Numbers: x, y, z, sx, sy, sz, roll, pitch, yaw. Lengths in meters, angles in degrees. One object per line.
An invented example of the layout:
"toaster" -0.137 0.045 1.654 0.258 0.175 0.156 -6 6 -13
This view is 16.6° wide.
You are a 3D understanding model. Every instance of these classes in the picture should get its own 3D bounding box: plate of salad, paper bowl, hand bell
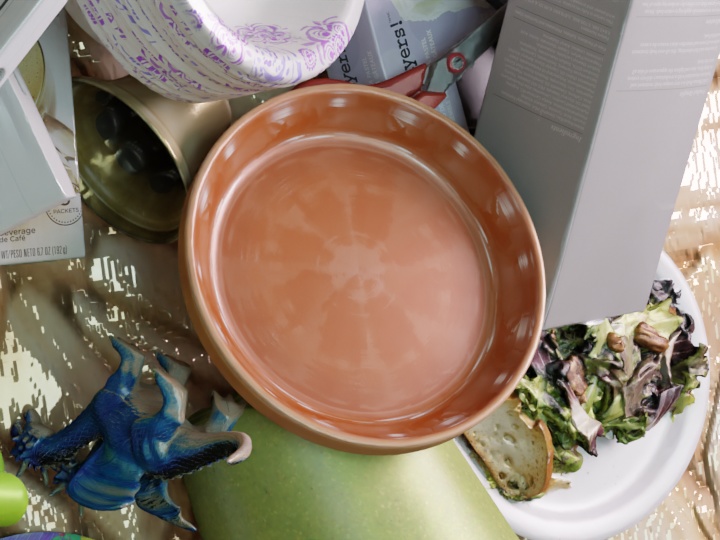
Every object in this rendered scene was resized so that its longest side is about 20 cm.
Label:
"plate of salad" 0.133 0.065 1.477 0.199 0.048 0.201 0 90 -28
"paper bowl" -0.090 -0.185 1.255 0.200 0.104 0.202 18 68 -53
"hand bell" -0.070 -0.113 1.357 0.200 0.104 0.104 -43 110 -34

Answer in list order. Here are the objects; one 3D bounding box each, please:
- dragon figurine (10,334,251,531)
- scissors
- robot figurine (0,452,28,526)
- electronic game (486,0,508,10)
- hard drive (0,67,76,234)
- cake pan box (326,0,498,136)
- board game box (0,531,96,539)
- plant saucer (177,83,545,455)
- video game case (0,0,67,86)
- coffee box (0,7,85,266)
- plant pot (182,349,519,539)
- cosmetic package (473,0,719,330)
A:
"dragon figurine" -0.110 0.098 1.262 0.059 0.200 0.100 21 95 -39
"scissors" 0.045 -0.100 1.350 0.199 0.014 0.073 -28 101 -16
"robot figurine" -0.245 0.129 1.210 0.116 0.175 0.201 41 39 -22
"electronic game" 0.110 -0.235 1.403 0.199 0.042 0.201 3 86 -41
"hard drive" -0.254 -0.052 1.203 0.199 0.027 0.132 -26 89 10
"cake pan box" 0.058 -0.147 1.414 0.184 0.052 0.201 -22 103 -37
"board game box" -0.152 0.236 1.303 0.157 0.039 0.201 -6 82 -32
"plant saucer" 0.000 0.000 1.285 0.199 0.032 0.201 8 66 -20
"video game case" -0.262 -0.113 1.175 0.182 0.200 0.023 -52 157 -1
"coffee box" -0.213 -0.102 1.270 0.112 0.080 0.201 -6 93 -27
"plant pot" -0.008 0.140 1.335 0.200 0.200 0.185 -25 91 -26
"cosmetic package" 0.125 -0.075 1.364 0.107 0.090 0.201 -5 119 -50
